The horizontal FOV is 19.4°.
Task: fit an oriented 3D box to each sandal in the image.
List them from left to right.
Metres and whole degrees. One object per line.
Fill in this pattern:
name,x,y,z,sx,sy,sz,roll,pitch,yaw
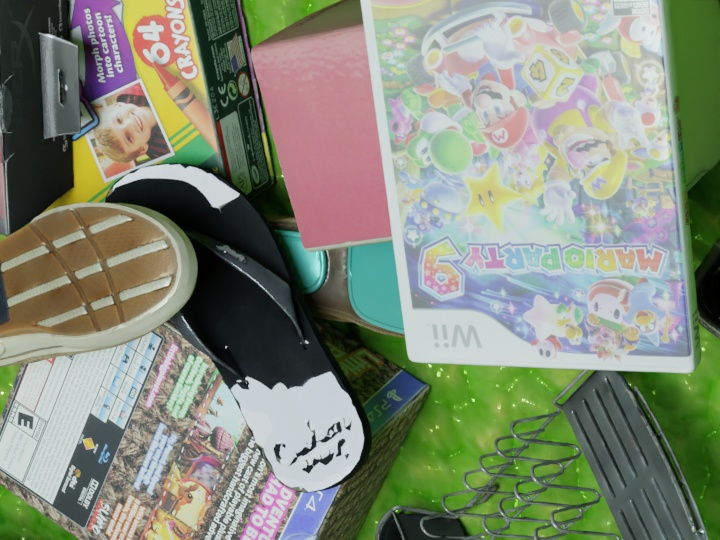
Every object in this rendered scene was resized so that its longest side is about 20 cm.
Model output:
sandal,-0.062,0.022,1.088,0.076,0.043,0.200,-39,78,10

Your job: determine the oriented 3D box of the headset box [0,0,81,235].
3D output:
headset box,-0.241,-0.111,1.131,0.199,0.075,0.149,11,118,20

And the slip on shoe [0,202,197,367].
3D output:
slip on shoe,-0.158,0.014,1.104,0.200,0.061,0.076,-18,74,32

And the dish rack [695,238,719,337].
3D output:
dish rack,0.276,0.011,0.993,0.200,0.055,0.154,37,122,9

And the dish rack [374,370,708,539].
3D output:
dish rack,0.097,0.151,1.103,0.200,0.054,0.154,-51,52,40

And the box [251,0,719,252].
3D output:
box,0.069,-0.088,1.026,0.199,0.128,0.109,-8,105,28

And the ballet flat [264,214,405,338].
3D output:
ballet flat,0.000,0.000,1.127,0.199,0.072,0.068,2,94,26

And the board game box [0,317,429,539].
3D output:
board game box,-0.090,0.090,1.193,0.200,0.097,0.160,33,120,12

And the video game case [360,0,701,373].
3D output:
video game case,0.076,-0.051,0.951,0.143,0.018,0.201,1,110,26

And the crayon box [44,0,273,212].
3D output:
crayon box,-0.151,-0.130,1.161,0.172,0.058,0.201,-2,108,27
